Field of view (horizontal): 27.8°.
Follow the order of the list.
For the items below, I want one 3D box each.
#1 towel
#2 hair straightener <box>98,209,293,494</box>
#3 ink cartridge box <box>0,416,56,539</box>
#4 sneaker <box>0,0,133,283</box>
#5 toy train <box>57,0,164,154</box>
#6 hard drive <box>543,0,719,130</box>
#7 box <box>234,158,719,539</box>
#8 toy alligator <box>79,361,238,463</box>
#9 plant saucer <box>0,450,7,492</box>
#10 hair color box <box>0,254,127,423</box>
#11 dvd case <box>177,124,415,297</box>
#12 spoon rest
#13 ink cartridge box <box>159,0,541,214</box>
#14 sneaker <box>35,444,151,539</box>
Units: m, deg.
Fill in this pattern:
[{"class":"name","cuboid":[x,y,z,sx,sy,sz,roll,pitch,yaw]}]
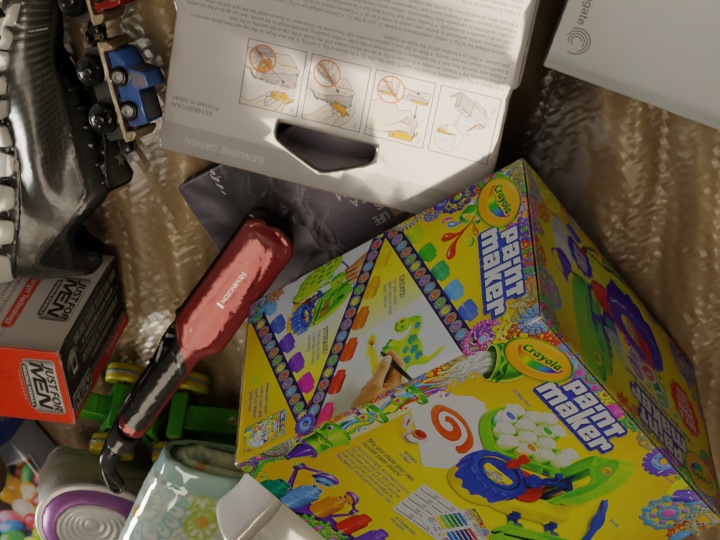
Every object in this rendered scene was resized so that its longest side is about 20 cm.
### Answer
[{"class":"towel","cuboid":[-0.066,0.200,0.927,0.199,0.048,0.172,16,109,-28]},{"class":"hair straightener","cuboid":[-0.103,0.050,0.888,0.041,0.077,0.201,30,101,-7]},{"class":"ink cartridge box","cuboid":[-0.252,0.165,1.021,0.119,0.042,0.201,-30,104,24]},{"class":"sneaker","cuboid":[-0.178,-0.083,0.865,0.090,0.067,0.202,6,110,-7]},{"class":"toy train","cuboid":[-0.147,-0.165,0.815,0.045,0.034,0.202,-8,104,18]},{"class":"hard drive","cuboid":[0.209,-0.132,0.754,0.199,0.027,0.133,21,128,3]},{"class":"box","cuboid":[0.067,0.080,0.817,0.192,0.123,0.200,-27,128,24]},{"class":"toy alligator","cuboid":[-0.108,0.101,0.948,0.198,0.060,0.054,7,161,5]},{"class":"plant saucer","cuboid":[-0.327,0.117,0.927,0.198,0.035,0.201,9,142,7]},{"class":"hair color box","cuboid":[-0.260,0.034,0.916,0.198,0.102,0.062,5,127,12]},{"class":"dvd case","cuboid":[0.000,0.000,0.888,0.148,0.016,0.201,-25,108,23]},{"class":"spoon rest","cuboid":[-0.022,0.170,0.876,0.099,0.061,0.200,-44,137,-1]},{"class":"ink cartridge box","cuboid":[-0.006,-0.132,0.806,0.198,0.045,0.177,15,118,7]},{"class":"sneaker","cuboid":[-0.124,0.165,0.975,0.199,0.100,0.075,27,102,-25]}]
